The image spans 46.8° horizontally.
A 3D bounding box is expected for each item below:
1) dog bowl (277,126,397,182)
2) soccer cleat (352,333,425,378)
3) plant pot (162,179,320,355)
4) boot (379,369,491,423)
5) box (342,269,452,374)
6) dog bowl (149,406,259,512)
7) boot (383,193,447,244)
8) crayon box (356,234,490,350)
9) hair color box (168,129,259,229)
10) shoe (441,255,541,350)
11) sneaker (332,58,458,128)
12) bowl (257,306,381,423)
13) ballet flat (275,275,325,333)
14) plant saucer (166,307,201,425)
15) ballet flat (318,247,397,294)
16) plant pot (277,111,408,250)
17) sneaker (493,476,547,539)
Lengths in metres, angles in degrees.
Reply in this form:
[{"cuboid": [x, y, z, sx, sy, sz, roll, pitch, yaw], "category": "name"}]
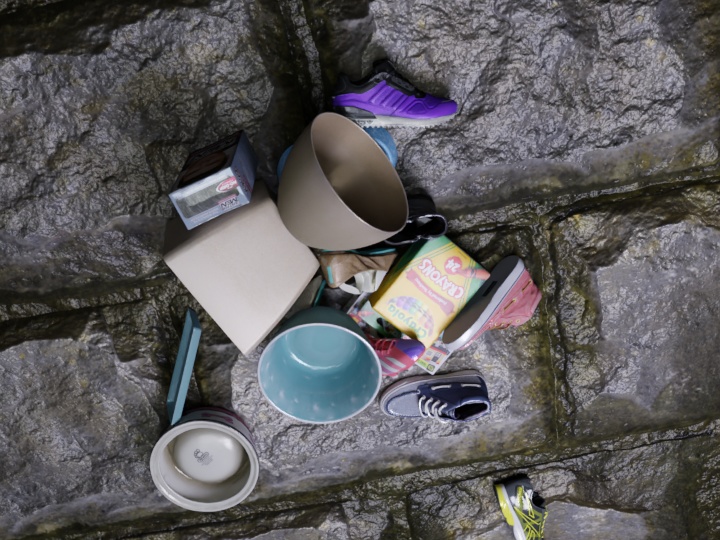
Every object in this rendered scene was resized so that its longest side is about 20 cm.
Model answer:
[{"cuboid": [-0.037, -0.160, 1.319, 0.198, 0.050, 0.113, -17, 114, 6], "category": "dog bowl"}, {"cuboid": [0.027, 0.137, 1.402, 0.199, 0.067, 0.077, -17, 113, 51], "category": "soccer cleat"}, {"cuboid": [-0.176, -0.026, 1.303, 0.176, 0.200, 0.200, -36, 112, 3], "category": "plant pot"}, {"cuboid": [0.132, 0.235, 1.483, 0.197, 0.091, 0.074, -16, 115, 4], "category": "boot"}, {"cuboid": [0.079, 0.085, 1.444, 0.199, 0.035, 0.110, 33, 108, -16], "category": "box"}, {"cuboid": [-0.280, 0.338, 1.520, 0.197, 0.074, 0.203, -1, 115, -2], "category": "dog bowl"}, {"cuboid": [0.033, -0.071, 1.314, 0.198, 0.132, 0.071, -18, 107, 4], "category": "boot"}, {"cuboid": [0.103, 0.040, 1.380, 0.126, 0.051, 0.201, 36, 99, -17], "category": "crayon box"}, {"cuboid": [-0.213, -0.140, 1.237, 0.098, 0.201, 0.061, -23, 114, 8], "category": "hair color box"}, {"cuboid": [0.226, 0.076, 1.395, 0.200, 0.071, 0.091, -49, 115, -17], "category": "shoe"}, {"cuboid": [0.053, -0.271, 1.264, 0.197, 0.070, 0.101, -1, 107, -5], "category": "sneaker"}, {"cuboid": [-0.065, 0.138, 1.351, 0.198, 0.106, 0.203, 0, 123, 0], "category": "bowl"}, {"cuboid": [-0.112, 0.095, 1.425, 0.062, 0.068, 0.202, 17, 112, 4], "category": "ballet flat"}, {"cuboid": [-0.307, 0.169, 1.446, 0.019, 0.070, 0.202, 8, 114, -24], "category": "plant saucer"}, {"cuboid": [0.000, 0.000, 1.321, 0.067, 0.199, 0.073, -3, 91, 28], "category": "ballet flat"}, {"cuboid": [-0.045, -0.109, 1.215, 0.134, 0.201, 0.200, -34, 113, 30], "category": "plant pot"}, {"cuboid": [0.332, 0.486, 1.615, 0.084, 0.075, 0.201, -27, 113, 9], "category": "sneaker"}]
